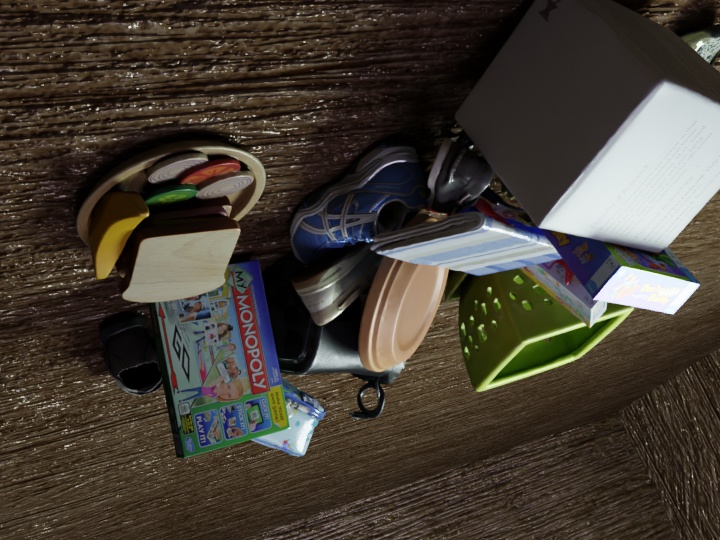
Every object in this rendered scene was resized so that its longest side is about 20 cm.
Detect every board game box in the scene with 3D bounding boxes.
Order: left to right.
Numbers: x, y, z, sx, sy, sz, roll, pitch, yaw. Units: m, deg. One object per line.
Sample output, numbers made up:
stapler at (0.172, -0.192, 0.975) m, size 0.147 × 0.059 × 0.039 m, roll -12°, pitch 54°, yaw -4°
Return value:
board game box at (-0.161, 0.097, 1.053) m, size 0.134 × 0.202 × 0.029 m, roll -11°, pitch 179°, yaw -30°
board game box at (0.226, -0.014, 1.182) m, size 0.034 × 0.200 × 0.134 m, roll -48°, pitch 161°, yaw -1°
board game box at (0.243, -0.047, 0.963) m, size 0.134 × 0.201 × 0.045 m, roll 10°, pitch 128°, yaw -38°

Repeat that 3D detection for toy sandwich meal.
toy sandwich meal at (-0.174, -0.043, 0.879) m, size 0.204 × 0.071 × 0.205 m, roll -21°, pitch 159°, yaw -8°

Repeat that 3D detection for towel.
towel at (0.126, -0.027, 0.997) m, size 0.146 × 0.024 × 0.199 m, roll -12°, pitch 165°, yaw 40°

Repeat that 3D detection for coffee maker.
coffee maker at (-0.032, 0.090, 1.180) m, size 0.134 × 0.194 × 0.199 m, roll -18°, pitch 164°, yaw 36°

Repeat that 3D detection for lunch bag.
lunch bag at (-0.152, 0.158, 1.190) m, size 0.160 × 0.200 × 0.083 m, roll 30°, pitch 85°, yaw -34°

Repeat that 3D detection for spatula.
spatula at (0.168, -0.074, 1.021) m, size 0.056 × 0.199 × 0.021 m, roll -8°, pitch 122°, yaw -51°

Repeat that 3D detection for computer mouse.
computer mouse at (0.082, -0.118, 1.035) m, size 0.058 × 0.034 × 0.200 m, roll -21°, pitch 158°, yaw -52°

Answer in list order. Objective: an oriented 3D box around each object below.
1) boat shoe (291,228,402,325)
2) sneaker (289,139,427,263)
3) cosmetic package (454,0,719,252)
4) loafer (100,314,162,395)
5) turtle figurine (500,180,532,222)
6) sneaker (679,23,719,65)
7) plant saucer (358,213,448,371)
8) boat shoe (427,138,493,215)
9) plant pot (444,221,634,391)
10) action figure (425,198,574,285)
boat shoe at (0.000, 0.000, 1.096) m, size 0.072 × 0.065 × 0.200 m, roll -14°, pitch -166°, yaw 41°
sneaker at (-0.007, -0.058, 1.011) m, size 0.075 × 0.077 × 0.200 m, roll -3°, pitch 152°, yaw -46°
cosmetic package at (0.235, -0.141, 0.872) m, size 0.199 × 0.168 × 0.167 m, roll 8°, pitch 130°, yaw -40°
loafer at (-0.283, 0.125, 1.162) m, size 0.073 × 0.072 × 0.200 m, roll -20°, pitch 158°, yaw -10°
turtle figurine at (0.260, -0.062, 1.183) m, size 0.193 × 0.145 × 0.200 m, roll 12°, pitch 149°, yaw -41°
sneaker at (0.374, -0.200, 1.057) m, size 0.076 × 0.089 × 0.200 m, roll -19°, pitch 158°, yaw -12°
plant saucer at (0.060, 0.032, 1.119) m, size 0.200 × 0.037 × 0.201 m, roll -53°, pitch 155°, yaw -37°
boat shoe at (0.105, -0.086, 0.947) m, size 0.067 × 0.057 × 0.200 m, roll -64°, pitch 172°, yaw 1°
plant pot at (0.245, 0.042, 1.368) m, size 0.199 × 0.182 × 0.199 m, roll -15°, pitch 158°, yaw -22°
action figure at (0.164, -0.047, 1.100) m, size 0.052 × 0.199 × 0.066 m, roll -51°, pitch 158°, yaw -35°
